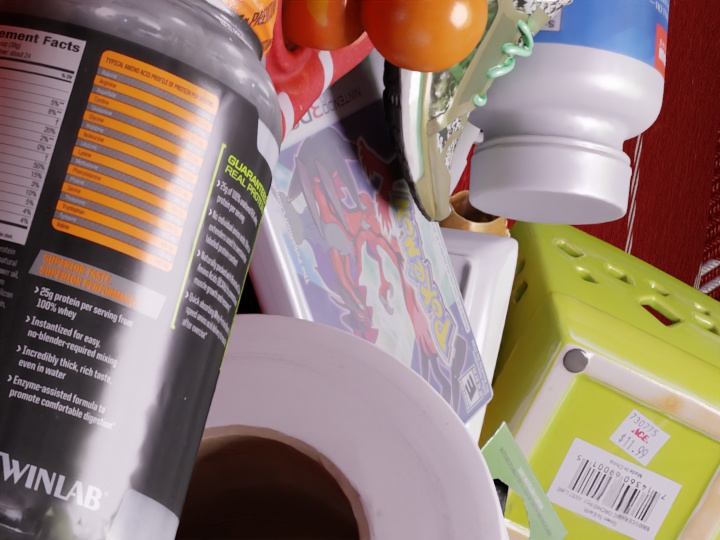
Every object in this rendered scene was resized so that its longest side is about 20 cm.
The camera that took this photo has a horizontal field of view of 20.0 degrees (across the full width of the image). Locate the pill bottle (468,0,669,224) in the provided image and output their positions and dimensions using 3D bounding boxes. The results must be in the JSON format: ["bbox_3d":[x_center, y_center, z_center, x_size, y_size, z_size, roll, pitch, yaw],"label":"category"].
[{"bbox_3d":[0.106,-0.130,1.070,0.112,0.112,0.201,38,56,-73],"label":"pill bottle"}]

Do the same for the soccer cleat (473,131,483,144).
[{"bbox_3d":[0.100,-0.175,1.339,0.086,0.070,0.201,-44,142,-66],"label":"soccer cleat"}]

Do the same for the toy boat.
[{"bbox_3d":[-0.010,-0.114,0.850,0.200,0.130,0.131,-57,153,-56],"label":"toy boat"}]

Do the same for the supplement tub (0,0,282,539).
[{"bbox_3d":[-0.095,-0.005,0.624,0.123,0.122,0.200,60,42,-68],"label":"supplement tub"}]

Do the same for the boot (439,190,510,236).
[{"bbox_3d":[0.043,0.036,1.235,0.201,0.071,0.144,-76,-178,-67],"label":"boot"}]

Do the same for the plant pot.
[{"bbox_3d":[0.149,0.105,1.295,0.199,0.200,0.182,-62,-173,13],"label":"plant pot"}]

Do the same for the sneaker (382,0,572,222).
[{"bbox_3d":[0.058,-0.115,0.984,0.077,0.088,0.201,-99,-169,-65],"label":"sneaker"}]

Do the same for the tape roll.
[{"bbox_3d":[-0.038,0.134,0.779,0.139,0.202,0.203,71,32,-61],"label":"tape roll"}]

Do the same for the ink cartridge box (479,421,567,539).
[{"bbox_3d":[0.045,0.184,0.978,0.200,0.059,0.104,-49,134,-18],"label":"ink cartridge box"}]

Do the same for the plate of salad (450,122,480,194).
[{"bbox_3d":[0.050,-0.115,1.222,0.200,0.048,0.201,-161,-90,-85],"label":"plate of salad"}]

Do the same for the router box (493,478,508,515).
[{"bbox_3d":[-0.020,0.179,0.995,0.200,0.051,0.150,-9,112,-42],"label":"router box"}]

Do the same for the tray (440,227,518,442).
[{"bbox_3d":[0.014,0.067,1.110,0.022,0.107,0.201,48,54,-67],"label":"tray"}]

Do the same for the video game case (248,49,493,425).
[{"bbox_3d":[0.000,0.000,0.996,0.182,0.023,0.200,-35,110,-62],"label":"video game case"}]
